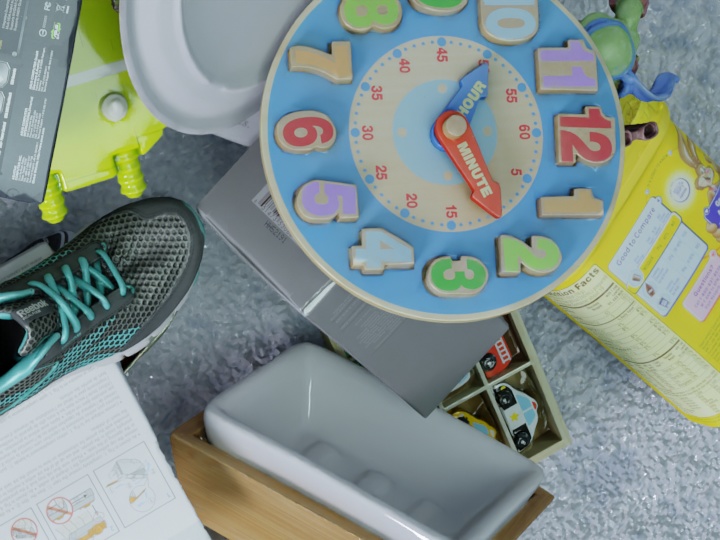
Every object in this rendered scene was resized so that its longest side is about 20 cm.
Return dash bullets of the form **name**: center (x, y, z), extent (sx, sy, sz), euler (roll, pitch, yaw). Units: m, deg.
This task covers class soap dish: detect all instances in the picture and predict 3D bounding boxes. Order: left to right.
- **soap dish**: center (0.000, 0.133, 1.245), extent (0.199, 0.157, 0.082), euler (26, 115, 17)

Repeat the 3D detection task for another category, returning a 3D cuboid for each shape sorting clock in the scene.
- **shape sorting clock**: center (0.045, -0.073, 1.085), extent (0.198, 0.039, 0.202), euler (3, 78, -13)

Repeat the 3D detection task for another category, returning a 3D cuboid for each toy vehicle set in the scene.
- **toy vehicle set**: center (0.049, 0.057, 1.352), extent (0.124, 0.027, 0.201), euler (-28, 112, -10)

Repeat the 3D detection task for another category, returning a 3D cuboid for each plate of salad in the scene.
- **plate of salad**: center (-0.065, -0.169, 1.060), extent (0.200, 0.048, 0.201), euler (-40, 143, -39)

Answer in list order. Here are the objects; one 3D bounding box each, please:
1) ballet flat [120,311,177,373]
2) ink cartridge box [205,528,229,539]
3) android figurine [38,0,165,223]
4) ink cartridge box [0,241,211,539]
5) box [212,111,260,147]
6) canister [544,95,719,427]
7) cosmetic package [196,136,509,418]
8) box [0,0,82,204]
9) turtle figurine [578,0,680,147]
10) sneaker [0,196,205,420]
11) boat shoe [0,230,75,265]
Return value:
- **ballet flat**: center (-0.157, 0.049, 1.250), extent (0.067, 0.062, 0.201), euler (39, 84, -29)
- **ink cartridge box**: center (-0.155, 0.235, 1.267), extent (0.199, 0.085, 0.147), euler (5, 104, -41)
- **android figurine**: center (-0.166, -0.126, 1.080), extent (0.180, 0.041, 0.202), euler (-16, 108, -13)
- **ink cartridge box**: center (-0.198, 0.108, 1.171), extent (0.161, 0.050, 0.201), euler (-29, 92, -7)
- **box**: center (-0.115, -0.202, 1.167), extent (0.198, 0.131, 0.201), euler (21, 97, -22)
- **canister**: center (0.198, -0.008, 1.347), extent (0.200, 0.086, 0.149), euler (39, 78, -26)
- **cosmetic package**: center (0.000, 0.000, 1.199), extent (0.090, 0.107, 0.200), euler (-46, 148, -3)
- **box**: center (-0.214, -0.146, 1.011), extent (0.156, 0.051, 0.202), euler (10, 98, -11)
- **turtle figurine**: center (0.100, -0.158, 1.231), extent (0.199, 0.194, 0.145), euler (28, 80, -1)
- **sneaker**: center (-0.166, 0.028, 1.111), extent (0.199, 0.091, 0.078), euler (-37, 89, -10)
- **boat shoe**: center (-0.249, 0.040, 1.225), extent (0.200, 0.072, 0.068), euler (-43, 115, 4)
